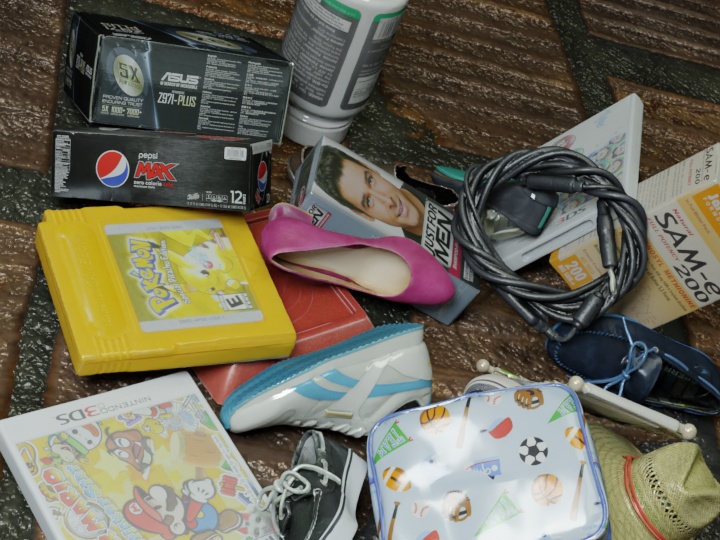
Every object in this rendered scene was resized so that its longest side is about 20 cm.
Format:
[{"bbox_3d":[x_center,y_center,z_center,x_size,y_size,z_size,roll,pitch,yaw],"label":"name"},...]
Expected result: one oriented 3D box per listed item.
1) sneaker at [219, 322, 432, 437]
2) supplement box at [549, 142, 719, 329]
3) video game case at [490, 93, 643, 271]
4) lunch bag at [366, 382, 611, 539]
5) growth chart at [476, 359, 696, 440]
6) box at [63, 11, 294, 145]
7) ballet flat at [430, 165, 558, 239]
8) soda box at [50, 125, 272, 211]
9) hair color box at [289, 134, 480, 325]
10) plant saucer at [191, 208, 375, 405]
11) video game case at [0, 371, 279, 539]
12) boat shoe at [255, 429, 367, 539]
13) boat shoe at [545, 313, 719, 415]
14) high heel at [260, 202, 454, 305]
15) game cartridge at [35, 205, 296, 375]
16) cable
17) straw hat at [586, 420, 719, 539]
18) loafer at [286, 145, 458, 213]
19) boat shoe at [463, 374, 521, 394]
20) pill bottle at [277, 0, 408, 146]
[{"bbox_3d":[-0.025,0.110,1.208,0.198,0.082,0.076,-17,9,-18],"label":"sneaker"},{"bbox_3d":[0.309,-0.023,1.407,0.126,0.199,0.074,49,35,-18],"label":"supplement box"},{"bbox_3d":[0.220,-0.091,1.488,0.024,0.181,0.201,46,34,-21],"label":"video game case"},{"bbox_3d":[0.101,0.185,1.134,0.197,0.076,0.162,-13,62,6],"label":"lunch bag"},{"bbox_3d":[0.206,0.120,1.267,0.143,0.200,0.018,24,82,-19],"label":"growth chart"},{"bbox_3d":[-0.188,-0.196,1.404,0.197,0.087,0.164,5,16,-22],"label":"box"},{"bbox_3d":[0.134,-0.070,1.478,0.072,0.074,0.199,-6,12,-32],"label":"ballet flat"},{"bbox_3d":[-0.185,-0.096,1.291,0.197,0.064,0.071,6,10,13],"label":"soda box"},{"bbox_3d":[0.026,-0.040,1.382,0.198,0.061,0.100,29,37,-16],"label":"hair color box"},{"bbox_3d":[-0.099,0.019,1.304,0.198,0.037,0.201,-16,55,-38],"label":"plant saucer"},{"bbox_3d":[-0.170,0.177,1.104,0.180,0.023,0.201,-13,53,-37],"label":"video game case"},{"bbox_3d":[-0.041,0.183,1.088,0.068,0.074,0.200,40,23,-7],"label":"boat shoe"},{"bbox_3d":[0.283,0.094,1.382,0.197,0.085,0.069,10,30,-14],"label":"boat shoe"},{"bbox_3d":[0.000,0.000,1.287,0.198,0.068,0.096,28,24,-14],"label":"high heel"},{"bbox_3d":[-0.174,0.010,1.222,0.198,0.033,0.177,-3,47,-30],"label":"game cartridge"},{"bbox_3d":[0.183,-0.043,1.358,0.200,0.163,0.051,46,6,16],"label":"cable"},{"bbox_3d":[0.271,0.194,1.206,0.200,0.085,0.203,38,32,-29],"label":"straw hat"},{"bbox_3d":[0.020,-0.091,1.458,0.197,0.071,0.073,20,40,-7],"label":"loafer"},{"bbox_3d":[0.142,0.178,1.223,0.092,0.075,0.200,-14,54,-47],"label":"boat shoe"},{"bbox_3d":[-0.029,-0.238,1.490,0.112,0.201,0.114,14,40,-13],"label":"pill bottle"}]
